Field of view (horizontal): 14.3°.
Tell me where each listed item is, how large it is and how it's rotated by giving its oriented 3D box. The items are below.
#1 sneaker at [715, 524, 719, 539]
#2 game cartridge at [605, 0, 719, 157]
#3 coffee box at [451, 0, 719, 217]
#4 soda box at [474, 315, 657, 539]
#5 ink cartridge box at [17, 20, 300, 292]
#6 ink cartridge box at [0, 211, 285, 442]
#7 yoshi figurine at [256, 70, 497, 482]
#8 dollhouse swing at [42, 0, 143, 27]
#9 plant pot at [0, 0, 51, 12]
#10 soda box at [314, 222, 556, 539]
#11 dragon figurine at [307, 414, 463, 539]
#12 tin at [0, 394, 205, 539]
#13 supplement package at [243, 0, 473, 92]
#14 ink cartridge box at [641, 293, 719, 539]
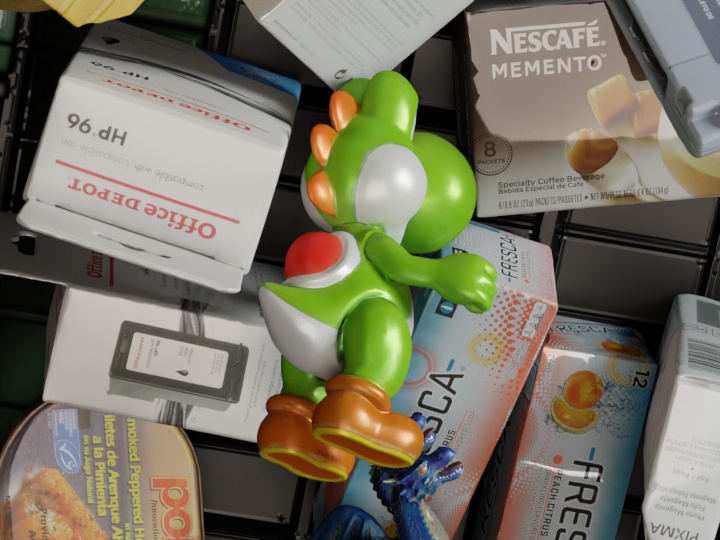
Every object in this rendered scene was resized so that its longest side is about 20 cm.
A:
[{"bbox_3d":[0.220,0.147,1.571,0.087,0.076,0.201,-27,122,-34],"label":"sneaker"},{"bbox_3d":[0.187,-0.157,1.450,0.133,0.201,0.042,-16,151,-14],"label":"game cartridge"},{"bbox_3d":[0.151,-0.099,1.513,0.199,0.080,0.115,-4,108,-4],"label":"coffee box"},{"bbox_3d":[0.106,0.127,1.590,0.068,0.064,0.201,10,107,-8],"label":"soda box"},{"bbox_3d":[-0.097,-0.060,1.426,0.115,0.200,0.068,18,106,-3],"label":"ink cartridge box"},{"bbox_3d":[-0.104,0.032,1.513,0.199,0.116,0.068,12,105,-8],"label":"ink cartridge box"},{"bbox_3d":[0.014,0.004,1.421,0.112,0.112,0.201,7,71,6],"label":"yoshi figurine"},{"bbox_3d":[-0.059,-0.181,1.282,0.181,0.200,0.176,27,84,31],"label":"dollhouse swing"},{"bbox_3d":[-0.161,-0.236,1.404,0.185,0.187,0.201,16,117,-10],"label":"plant pot"},{"bbox_3d":[0.037,0.074,1.539,0.068,0.064,0.201,18,117,-11],"label":"soda box"},{"bbox_3d":[-0.002,0.163,1.510,0.099,0.059,0.200,37,112,-19],"label":"dragon figurine"},{"bbox_3d":[-0.138,0.158,1.549,0.111,0.042,0.201,-3,100,-4],"label":"tin"},{"bbox_3d":[0.022,-0.202,1.432,0.200,0.114,0.109,-40,149,7],"label":"supplement package"},{"bbox_3d":[0.163,0.129,1.541,0.057,0.163,0.201,19,105,0],"label":"ink cartridge box"}]
